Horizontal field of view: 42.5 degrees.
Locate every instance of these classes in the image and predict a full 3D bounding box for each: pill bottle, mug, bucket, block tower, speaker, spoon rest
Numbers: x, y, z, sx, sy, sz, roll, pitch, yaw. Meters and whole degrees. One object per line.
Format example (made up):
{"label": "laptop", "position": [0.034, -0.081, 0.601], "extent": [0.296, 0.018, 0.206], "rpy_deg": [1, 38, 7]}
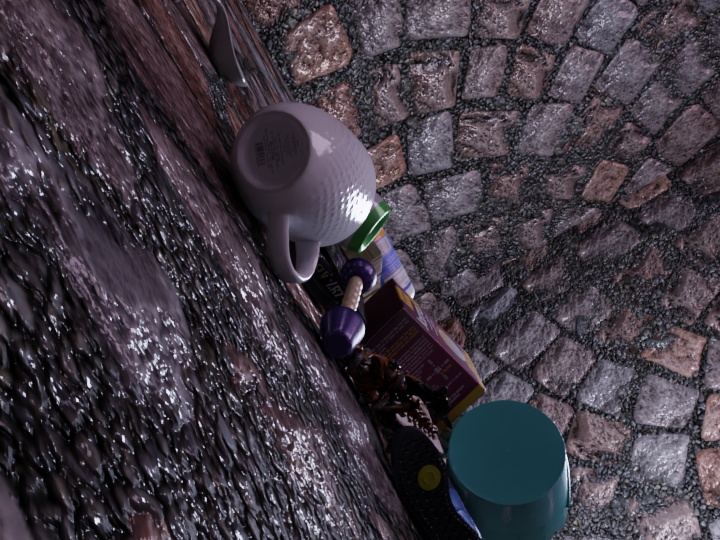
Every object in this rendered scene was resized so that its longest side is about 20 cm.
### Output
{"label": "pill bottle", "position": [0.035, 0.023, 1.764], "extent": [0.203, 0.110, 0.112], "rpy_deg": [62, 4, -11]}
{"label": "mug", "position": [-0.072, -0.087, 1.046], "extent": [0.175, 0.144, 0.205], "rpy_deg": [27, 65, -74]}
{"label": "bucket", "position": [0.220, 0.307, 1.401], "extent": [0.136, 0.203, 0.209], "rpy_deg": [83, -13, -47]}
{"label": "block tower", "position": [0.000, 0.000, 1.539], "extent": [0.058, 0.053, 0.201], "rpy_deg": [54, -12, 19]}
{"label": "speaker", "position": [-0.056, -0.115, 1.253], "extent": [0.199, 0.089, 0.088], "rpy_deg": [40, 2, 7]}
{"label": "spoon rest", "position": [-0.218, -0.363, 1.417], "extent": [0.201, 0.060, 0.100], "rpy_deg": [56, 7, -52]}

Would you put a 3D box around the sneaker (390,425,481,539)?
{"label": "sneaker", "position": [0.085, 0.275, 1.129], "extent": [0.203, 0.065, 0.078], "rpy_deg": [62, -8, -12]}

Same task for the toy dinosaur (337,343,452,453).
{"label": "toy dinosaur", "position": [0.051, 0.159, 1.181], "extent": [0.197, 0.104, 0.135], "rpy_deg": [19, 13, -38]}

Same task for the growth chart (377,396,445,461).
{"label": "growth chart", "position": [0.059, 0.197, 1.307], "extent": [0.144, 0.018, 0.201], "rpy_deg": [39, 12, -18]}

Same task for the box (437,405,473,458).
{"label": "box", "position": [0.149, 0.274, 1.567], "extent": [0.034, 0.111, 0.200], "rpy_deg": [35, -1, 8]}

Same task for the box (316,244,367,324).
{"label": "box", "position": [-0.048, -0.006, 1.362], "extent": [0.162, 0.043, 0.200], "rpy_deg": [62, 4, -13]}

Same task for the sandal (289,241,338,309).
{"label": "sandal", "position": [-0.077, -0.040, 1.212], "extent": [0.203, 0.042, 0.076], "rpy_deg": [62, 4, -8]}

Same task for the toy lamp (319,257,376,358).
{"label": "toy lamp", "position": [-0.014, 0.048, 1.161], "extent": [0.059, 0.057, 0.201], "rpy_deg": [60, 19, -16]}

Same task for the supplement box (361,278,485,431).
{"label": "supplement box", "position": [0.088, 0.132, 1.464], "extent": [0.200, 0.103, 0.131], "rpy_deg": [44, 11, -19]}
